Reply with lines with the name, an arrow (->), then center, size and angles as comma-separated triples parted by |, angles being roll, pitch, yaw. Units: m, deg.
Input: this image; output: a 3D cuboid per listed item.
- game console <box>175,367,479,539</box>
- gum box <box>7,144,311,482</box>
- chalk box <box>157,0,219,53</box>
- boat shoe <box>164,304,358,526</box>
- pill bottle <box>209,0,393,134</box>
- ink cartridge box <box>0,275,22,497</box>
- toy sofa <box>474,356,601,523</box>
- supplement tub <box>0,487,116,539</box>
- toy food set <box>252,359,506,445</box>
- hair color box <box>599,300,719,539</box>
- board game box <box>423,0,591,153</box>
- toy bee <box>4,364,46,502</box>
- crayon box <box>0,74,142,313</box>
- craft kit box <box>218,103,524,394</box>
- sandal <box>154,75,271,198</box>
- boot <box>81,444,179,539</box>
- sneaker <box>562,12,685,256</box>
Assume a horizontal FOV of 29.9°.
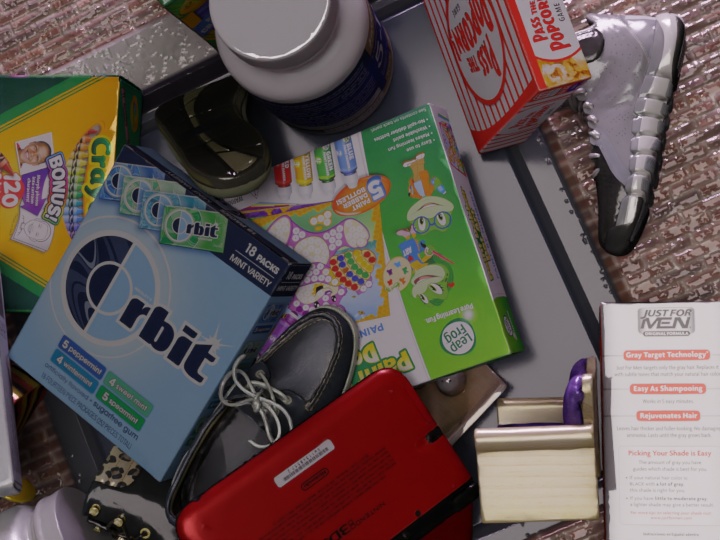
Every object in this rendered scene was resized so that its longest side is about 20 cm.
game console -> -0.021, 0.195, 1.004 | 0.200, 0.119, 0.173 | -34, 92, -17
gum box -> -0.159, 0.032, 1.048 | 0.170, 0.045, 0.200 | 35, 103, 18
chalk box -> -0.124, -0.276, 1.068 | 0.124, 0.200, 0.125 | -37, 80, 5
boat shoe -> -0.076, 0.110, 1.001 | 0.075, 0.062, 0.200 | 43, 97, 20
pill bottle -> -0.046, -0.181, 1.045 | 0.119, 0.200, 0.120 | -1, 85, 10
ink cartridge box -> -0.366, 0.089, 1.066 | 0.173, 0.044, 0.200 | -9, 74, -6
toy sofa -> 0.132, 0.118, 0.986 | 0.083, 0.200, 0.098 | -4, 90, 10
supplement tub -> -0.284, 0.278, 1.073 | 0.200, 0.145, 0.146 | -34, 80, 5
toy food set -> -0.003, 0.077, 1.081 | 0.200, 0.060, 0.144 | 44, 93, 15
hair color box -> 0.236, 0.125, 1.037 | 0.101, 0.061, 0.201 | -1, 86, 10
board game box -> 0.100, -0.209, 1.045 | 0.046, 0.152, 0.200 | -17, 81, -16
toy bee -> -0.331, 0.173, 1.112 | 0.131, 0.109, 0.201 | 9, 86, 9
crayon box -> -0.254, -0.062, 1.144 | 0.118, 0.058, 0.201 | 1, 85, 11
craft kit box -> 0.000, 0.000, 1.033 | 0.200, 0.049, 0.198 | -21, 85, 19
sandal -> -0.115, -0.099, 1.074 | 0.080, 0.201, 0.057 | -21, 124, -1
boot -> -0.151, 0.229, 1.050 | 0.153, 0.074, 0.204 | 20, 55, 4
sneaker -> 0.184, -0.113, 1.069 | 0.115, 0.075, 0.200 | 12, 77, 16
